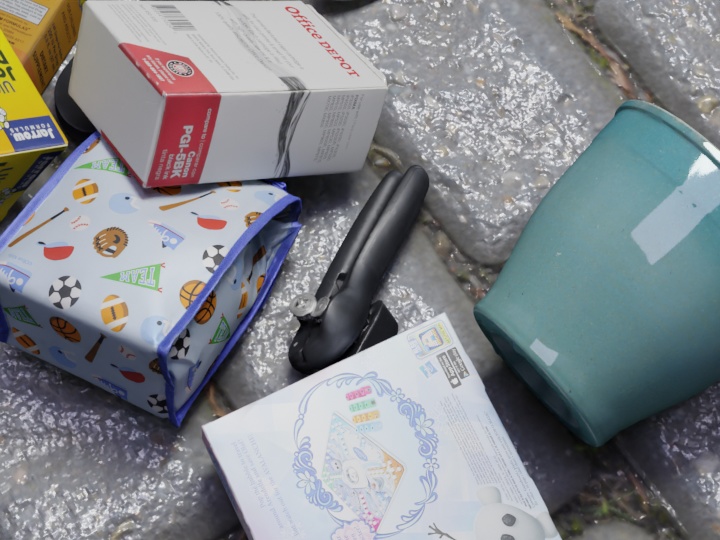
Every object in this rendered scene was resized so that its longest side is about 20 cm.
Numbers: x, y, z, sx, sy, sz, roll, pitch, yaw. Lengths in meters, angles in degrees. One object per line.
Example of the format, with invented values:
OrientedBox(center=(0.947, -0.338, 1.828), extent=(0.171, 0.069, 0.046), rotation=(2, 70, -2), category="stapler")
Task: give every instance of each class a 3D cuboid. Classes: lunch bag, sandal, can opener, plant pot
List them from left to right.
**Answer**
OrientedBox(center=(-0.188, -0.191, 1.359), extent=(0.076, 0.043, 0.201), rotation=(29, 65, 14), category="sandal")
OrientedBox(center=(-0.157, -0.010, 1.216), extent=(0.169, 0.124, 0.201), rotation=(23, 57, 13), category="lunch bag")
OrientedBox(center=(0.000, 0.000, 1.260), extent=(0.063, 0.079, 0.201), rotation=(-8, 49, 40), category="can opener")
OrientedBox(center=(0.192, 0.017, 1.173), extent=(0.188, 0.200, 0.200), rotation=(-43, 69, -5), category="plant pot")

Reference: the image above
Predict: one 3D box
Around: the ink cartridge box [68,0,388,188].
OrientedBox(center=(-0.101, -0.139, 1.248), extent=(0.198, 0.084, 0.147), rotation=(-6, 38, -35), category="ink cartridge box")

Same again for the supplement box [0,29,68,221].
OrientedBox(center=(-0.335, -0.140, 1.248), extent=(0.109, 0.109, 0.201), rotation=(-17, 70, -53), category="supplement box")

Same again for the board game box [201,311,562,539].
OrientedBox(center=(0.016, 0.161, 1.156), extent=(0.197, 0.043, 0.201), rotation=(-23, 75, -14), category="board game box")

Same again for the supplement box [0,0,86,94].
OrientedBox(center=(-0.262, -0.233, 1.368), extent=(0.068, 0.067, 0.201), rotation=(20, 64, 10), category="supplement box")
